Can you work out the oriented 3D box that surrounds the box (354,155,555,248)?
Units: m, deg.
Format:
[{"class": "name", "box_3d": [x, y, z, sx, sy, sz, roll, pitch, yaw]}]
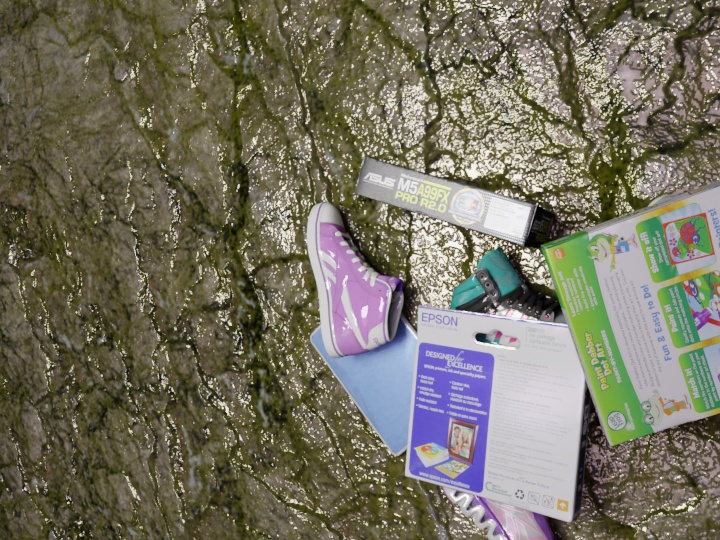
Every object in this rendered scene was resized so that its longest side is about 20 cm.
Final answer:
[{"class": "box", "box_3d": [0.112, -0.075, 0.754, 0.197, 0.160, 0.045, 20, 99, 23]}]

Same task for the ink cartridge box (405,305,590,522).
[{"class": "ink cartridge box", "box_3d": [0.150, 0.148, 0.730, 0.194, 0.043, 0.205, 7, 96, 30]}]

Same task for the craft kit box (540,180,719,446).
[{"class": "craft kit box", "box_3d": [0.295, 0.039, 0.624, 0.194, 0.049, 0.204, -19, 93, 9]}]

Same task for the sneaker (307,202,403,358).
[{"class": "sneaker", "box_3d": [0.000, 0.000, 0.844, 0.112, 0.072, 0.205, -17, 78, 26]}]

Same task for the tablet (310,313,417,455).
[{"class": "tablet", "box_3d": [0.030, 0.125, 0.869, 0.130, 0.014, 0.201, -44, 73, 18]}]

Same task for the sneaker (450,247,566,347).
[{"class": "sneaker", "box_3d": [0.184, 0.031, 0.759, 0.197, 0.083, 0.123, -15, 89, 34]}]

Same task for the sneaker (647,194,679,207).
[{"class": "sneaker", "box_3d": [0.377, -0.004, 0.679, 0.075, 0.082, 0.200, -47, 74, 15]}]

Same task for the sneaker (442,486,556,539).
[{"class": "sneaker", "box_3d": [0.189, 0.286, 0.768, 0.200, 0.080, 0.089, 44, 98, 18]}]
